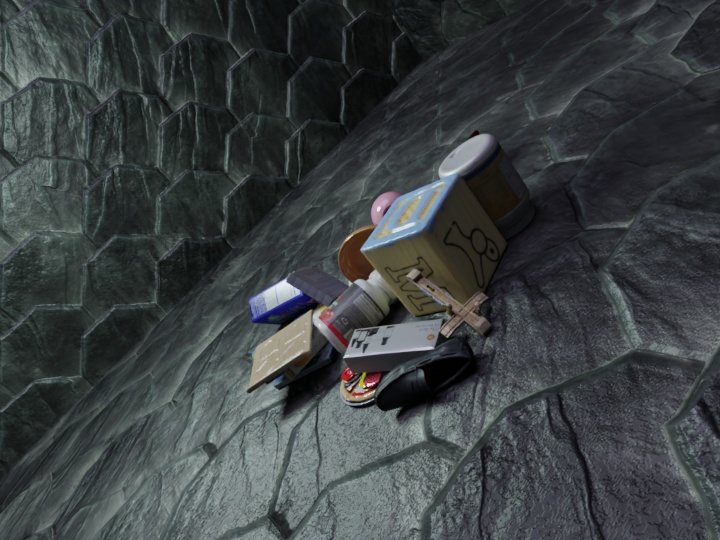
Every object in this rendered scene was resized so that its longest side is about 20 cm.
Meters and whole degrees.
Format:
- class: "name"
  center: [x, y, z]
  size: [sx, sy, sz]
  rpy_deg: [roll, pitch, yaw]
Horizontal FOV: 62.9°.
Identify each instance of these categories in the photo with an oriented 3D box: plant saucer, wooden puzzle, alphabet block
- class: "plant saucer"
  center: [0.046, -0.034, 1.403]
  size: [0.199, 0.200, 0.038]
  rpy_deg: [-30, 35, 26]
- class: "wooden puzzle"
  center: [-0.181, 0.198, 1.412]
  size: [0.184, 0.046, 0.201]
  rpy_deg: [-34, 21, 15]
- class: "alphabet block"
  center: [0.157, -0.050, 1.242]
  size: [0.195, 0.201, 0.196]
  rpy_deg: [-15, 31, 49]

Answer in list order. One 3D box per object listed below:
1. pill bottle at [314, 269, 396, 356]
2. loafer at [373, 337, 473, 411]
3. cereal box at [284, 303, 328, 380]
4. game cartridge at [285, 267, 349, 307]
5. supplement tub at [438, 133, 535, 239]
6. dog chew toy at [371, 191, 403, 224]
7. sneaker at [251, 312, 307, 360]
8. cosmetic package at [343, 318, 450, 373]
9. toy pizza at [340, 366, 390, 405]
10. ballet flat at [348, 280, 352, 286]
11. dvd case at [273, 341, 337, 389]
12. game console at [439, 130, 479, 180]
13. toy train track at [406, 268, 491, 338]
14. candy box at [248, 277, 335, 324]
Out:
- class: "pill bottle"
  center: [-0.003, 0.092, 1.367]
  size: [0.200, 0.111, 0.111]
  rpy_deg: [-44, 20, -9]
- class: "loafer"
  center: [0.108, 0.187, 1.029]
  size: [0.199, 0.068, 0.070]
  rpy_deg: [-33, 12, 10]
- class: "cereal box"
  center: [-0.137, 0.175, 1.485]
  size: [0.200, 0.040, 0.144]
  rpy_deg: [-46, 22, -12]
- class: "game cartridge"
  center: [-0.100, 0.039, 1.475]
  size: [0.039, 0.129, 0.200]
  rpy_deg: [-66, -12, 10]
- class: "supplement tub"
  center: [0.279, -0.178, 1.286]
  size: [0.144, 0.200, 0.145]
  rpy_deg: [-34, 21, 15]
- class: "dog chew toy"
  center: [0.091, -0.179, 1.757]
  size: [0.124, 0.125, 0.200]
  rpy_deg: [-38, 13, 7]
- class: "sneaker"
  center: [-0.209, 0.190, 1.617]
  size: [0.199, 0.071, 0.083]
  rpy_deg: [-40, 7, -4]
- class: "cosmetic package"
  center: [0.070, 0.147, 1.142]
  size: [0.198, 0.051, 0.083]
  rpy_deg: [-11, 36, 29]
- class: "toy pizza"
  center: [0.031, 0.192, 1.213]
  size: [0.199, 0.032, 0.201]
  rpy_deg: [-35, 21, 15]
- class: "ballet flat"
  center: [0.000, 0.000, 1.505]
  size: [0.067, 0.063, 0.202]
  rpy_deg: [-28, 51, 44]
- class: "dvd case"
  center: [-0.125, 0.210, 1.477]
  size: [0.199, 0.018, 0.143]
  rpy_deg: [-30, 22, 29]
- class: "game console"
  center: [0.253, -0.273, 1.651]
  size: [0.200, 0.119, 0.172]
  rpy_deg: [-49, 22, -24]
- class: "toy train track"
  center: [0.162, 0.051, 1.107]
  size: [0.115, 0.033, 0.199]
  rpy_deg: [-41, 54, -17]
- class: "candy box"
  center: [-0.183, 0.082, 1.636]
  size: [0.199, 0.168, 0.078]
  rpy_deg: [-27, 68, 30]
